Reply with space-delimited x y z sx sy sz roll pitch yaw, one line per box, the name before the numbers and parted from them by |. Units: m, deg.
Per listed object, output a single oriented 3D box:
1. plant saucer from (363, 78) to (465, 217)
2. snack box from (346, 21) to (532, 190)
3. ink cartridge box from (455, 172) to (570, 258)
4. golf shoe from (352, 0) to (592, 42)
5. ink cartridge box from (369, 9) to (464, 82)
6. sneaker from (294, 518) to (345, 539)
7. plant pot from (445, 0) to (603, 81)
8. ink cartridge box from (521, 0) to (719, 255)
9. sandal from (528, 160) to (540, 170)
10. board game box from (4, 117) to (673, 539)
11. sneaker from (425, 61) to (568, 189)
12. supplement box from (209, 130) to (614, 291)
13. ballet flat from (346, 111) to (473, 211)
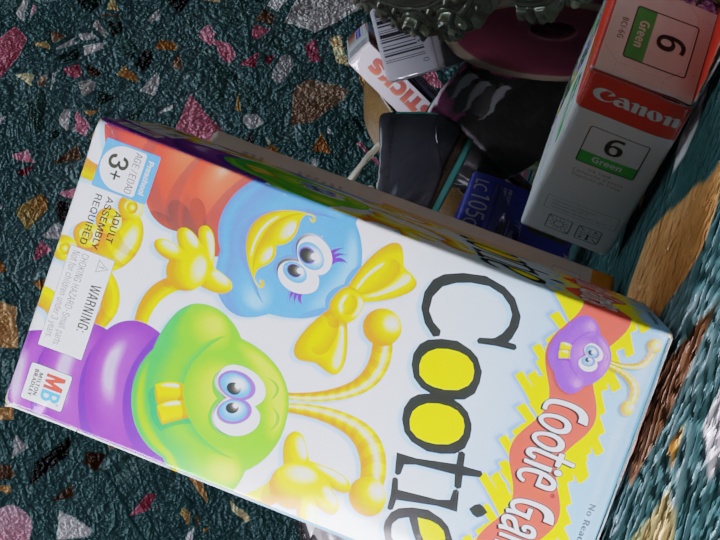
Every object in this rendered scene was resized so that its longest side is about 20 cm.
plant saucer | 0.065 -0.076 1.137 0.035 0.200 0.200 -44 5 16
snack box | 0.068 -0.096 1.078 0.024 0.200 0.072 -44 16 13
ink cartridge box | 0.071 0.040 0.923 0.201 0.076 0.137 110 -178 -46
golf shoe | 0.063 -0.179 0.783 0.199 0.078 0.098 6 60 47
ink cartridge box | 0.025 -0.224 0.951 0.200 0.043 0.198 -42 -63 -76
sneaker | 0.014 0.105 0.675 0.076 0.091 0.201 83 166 -45
plant pot | 0.117 -0.217 0.874 0.200 0.198 0.181 97 179 -79
ink cartridge box | 0.128 -0.104 0.667 0.200 0.050 0.110 104 -172 -62
sandal | 0.141 -0.094 1.045 0.080 0.057 0.201 -52 15 10
board game box | -0.005 0.029 0.532 0.105 0.198 0.104 -39 -30 -83
sneaker | 0.110 -0.127 0.990 0.200 0.080 0.086 -43 7 -15
supplement box | 0.001 0.031 0.657 0.126 0.198 0.074 -66 -5 -50
ballet flat | 0.000 0.000 0.866 0.073 0.072 0.202 -38 -31 -85
